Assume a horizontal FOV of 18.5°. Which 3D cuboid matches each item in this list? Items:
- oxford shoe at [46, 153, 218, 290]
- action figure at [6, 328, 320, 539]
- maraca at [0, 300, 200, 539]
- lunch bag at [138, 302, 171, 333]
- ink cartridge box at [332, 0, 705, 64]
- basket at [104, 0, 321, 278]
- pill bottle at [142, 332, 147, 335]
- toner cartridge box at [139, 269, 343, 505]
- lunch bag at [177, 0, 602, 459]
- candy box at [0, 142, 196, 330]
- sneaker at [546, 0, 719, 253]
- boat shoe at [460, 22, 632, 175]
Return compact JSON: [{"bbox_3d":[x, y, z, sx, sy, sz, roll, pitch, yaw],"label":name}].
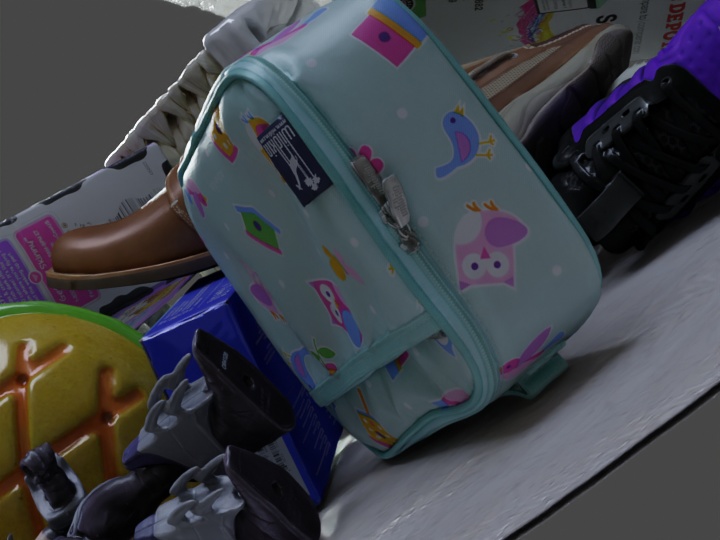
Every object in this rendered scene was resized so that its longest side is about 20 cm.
[{"bbox_3d":[-0.065,-0.038,1.050,0.199,0.072,0.071,-17,7,17],"label":"oxford shoe"},{"bbox_3d":[-0.109,0.113,0.883,0.200,0.069,0.130,-37,38,25],"label":"action figure"},{"bbox_3d":[-0.159,0.076,1.008,0.107,0.199,0.138,23,-89,-85],"label":"maraca"},{"bbox_3d":[-0.193,0.101,1.576,0.164,0.118,0.200,-38,9,6],"label":"lunch bag"},{"bbox_3d":[0.082,-0.165,1.136,0.199,0.084,0.145,-8,-20,0],"label":"ink cartridge box"},{"bbox_3d":[-0.028,-0.041,1.233,0.123,0.200,0.136,-42,1,21],"label":"basket"},{"bbox_3d":[-0.154,0.113,1.138,0.200,0.111,0.111,-34,5,33],"label":"pill bottle"},{"bbox_3d":[-0.048,0.050,1.000,0.043,0.095,0.200,-23,5,5],"label":"toner cartridge box"},{"bbox_3d":[0.006,-0.010,0.838,0.077,0.161,0.200,-33,-3,-17],"label":"lunch bag"},{"bbox_3d":[-0.194,0.030,1.161,0.200,0.072,0.168,-31,-4,-32],"label":"candy box"},{"bbox_3d":[0.129,-0.051,0.904,0.099,0.070,0.200,-44,0,-21],"label":"sneaker"},{"bbox_3d":[0.061,-0.070,0.994,0.200,0.072,0.076,-38,-34,-50],"label":"boat shoe"}]
